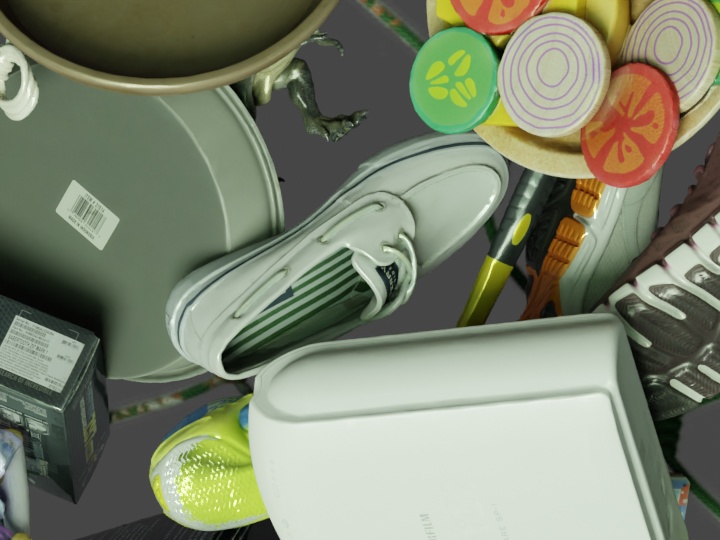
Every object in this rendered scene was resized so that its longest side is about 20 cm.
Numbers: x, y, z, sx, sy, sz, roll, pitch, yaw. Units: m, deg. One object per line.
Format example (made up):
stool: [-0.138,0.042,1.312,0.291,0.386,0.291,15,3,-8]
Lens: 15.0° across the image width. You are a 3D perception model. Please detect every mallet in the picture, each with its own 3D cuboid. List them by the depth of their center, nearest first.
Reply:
mallet: [0.076,0.006,1.391,0.066,0.041,0.201,29,97,-23]

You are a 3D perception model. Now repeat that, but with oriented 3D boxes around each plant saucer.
plant saucer: [-0.099,-0.166,1.359,0.199,0.201,0.030,16,150,8]

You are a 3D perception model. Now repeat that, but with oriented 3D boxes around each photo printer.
photo printer: [0.048,0.103,1.344,0.199,0.070,0.167,-6,130,17]

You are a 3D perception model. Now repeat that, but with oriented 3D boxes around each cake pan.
cake pan: [-0.134,-0.031,1.439,0.199,0.037,0.201,10,111,26]

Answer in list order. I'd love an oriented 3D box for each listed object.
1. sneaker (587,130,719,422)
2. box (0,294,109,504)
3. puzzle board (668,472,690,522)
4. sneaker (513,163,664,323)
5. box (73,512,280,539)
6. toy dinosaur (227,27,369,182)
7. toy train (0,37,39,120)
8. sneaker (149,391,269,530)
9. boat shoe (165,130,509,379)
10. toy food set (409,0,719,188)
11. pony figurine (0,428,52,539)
sneaker: [0.176,-0.015,1.350,0.076,0.116,0.200,37,117,-21]
box: [-0.233,0.045,1.452,0.199,0.158,0.051,22,67,6]
puzzle board: [0.091,0.201,1.464,0.150,0.017,0.201,2,109,-13]
sneaker: [0.132,0.011,1.410,0.092,0.076,0.201,12,102,-19]
box: [-0.110,0.247,1.497,0.196,0.124,0.201,-18,101,16]
toy dinosaur: [-0.054,-0.090,1.428,0.200,0.047,0.088,-38,89,24]
toy train: [-0.227,-0.097,1.437,0.200,0.055,0.151,-31,77,40]
sneaker: [-0.022,0.080,1.461,0.199,0.105,0.076,-12,101,-15]
boat shoe: [0.000,0.000,1.385,0.200,0.067,0.074,-33,126,-10]
toy food set: [0.113,-0.139,1.328,0.199,0.049,0.199,3,87,34]
pony figurine: [-0.182,0.179,1.362,0.193,0.166,0.201,-47,50,31]
